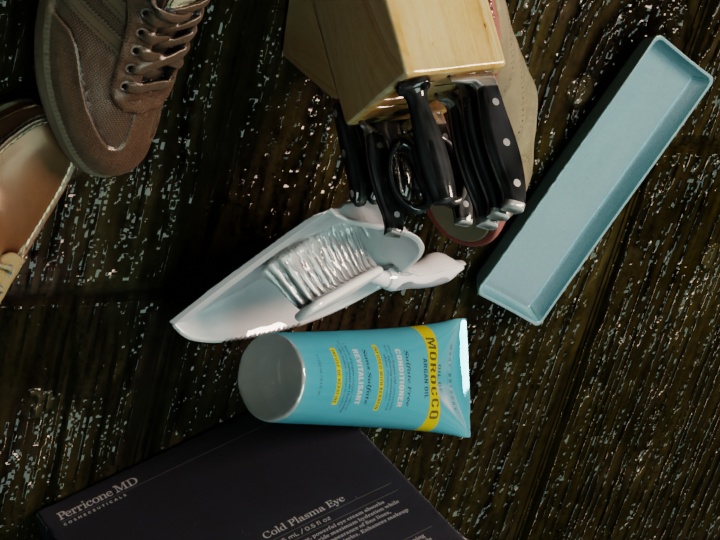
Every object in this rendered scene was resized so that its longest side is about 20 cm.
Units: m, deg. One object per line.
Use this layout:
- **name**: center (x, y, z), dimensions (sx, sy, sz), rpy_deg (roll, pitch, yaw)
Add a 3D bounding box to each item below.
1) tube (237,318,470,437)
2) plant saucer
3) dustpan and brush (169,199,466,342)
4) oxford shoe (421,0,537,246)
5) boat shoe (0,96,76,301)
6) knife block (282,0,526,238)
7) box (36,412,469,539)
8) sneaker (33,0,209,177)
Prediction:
- **tube**: center (0.008, 0.066, 1.055), dimensions (0.200, 0.050, 0.078), rpy_deg (4, 87, -53)
- **plant saucer**: center (0.149, -0.059, 1.123), dimensions (0.070, 0.019, 0.200), rpy_deg (27, 102, -43)
- **dustpan and brush**: center (0.000, 0.000, 1.013), dimensions (0.139, 0.057, 0.200), rpy_deg (-35, 174, 34)
- **oxford shoe**: center (0.065, -0.116, 1.007), dimensions (0.075, 0.070, 0.200), rpy_deg (-42, 139, -42)
- **boat shoe**: center (-0.208, 0.006, 0.873), dimensions (0.200, 0.074, 0.076), rpy_deg (-51, 134, 0)
- **knife block**: center (0.032, -0.123, 0.888), dimensions (0.064, 0.176, 0.201), rpy_deg (-9, 123, -31)
- **box**: center (-0.060, 0.188, 1.024), dimensions (0.200, 0.182, 0.104), rpy_deg (-23, 130, -20)
- **sneaker**: center (-0.108, -0.134, 0.831), dimensions (0.070, 0.075, 0.201), rpy_deg (-23, 125, -47)
